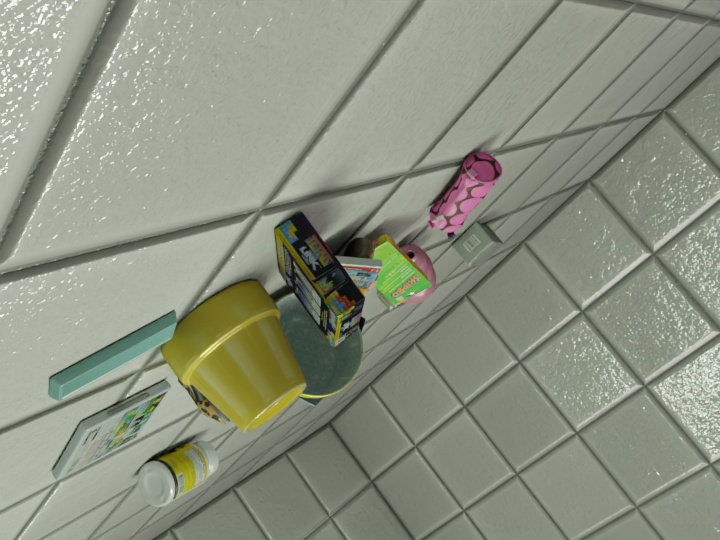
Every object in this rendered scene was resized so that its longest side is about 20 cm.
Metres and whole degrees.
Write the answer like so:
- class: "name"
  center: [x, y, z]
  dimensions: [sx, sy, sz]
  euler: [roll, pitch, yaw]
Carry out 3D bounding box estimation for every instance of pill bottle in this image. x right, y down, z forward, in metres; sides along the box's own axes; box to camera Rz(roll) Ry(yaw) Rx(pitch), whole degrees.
- class: "pill bottle"
  center: [-0.458, 0.510, 1.955]
  dimensions: [0.114, 0.115, 0.199]
  euler: [-44, 167, 24]

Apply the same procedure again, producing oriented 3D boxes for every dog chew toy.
- class: "dog chew toy"
  center: [0.120, 0.001, 1.834]
  dimensions: [0.124, 0.125, 0.200]
  euler: [-36, 160, -11]

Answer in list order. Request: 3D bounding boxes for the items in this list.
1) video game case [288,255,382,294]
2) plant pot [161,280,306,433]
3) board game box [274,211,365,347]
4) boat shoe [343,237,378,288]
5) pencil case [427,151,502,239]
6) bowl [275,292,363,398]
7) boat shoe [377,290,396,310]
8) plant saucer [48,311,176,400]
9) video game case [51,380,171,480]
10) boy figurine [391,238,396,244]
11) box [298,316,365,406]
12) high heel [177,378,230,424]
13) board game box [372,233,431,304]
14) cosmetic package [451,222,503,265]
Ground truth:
- class: "video game case"
  center: [-0.054, 0.027, 1.446]
  dimensions: [0.141, 0.018, 0.200]
  euler: [5, 152, -15]
- class: "plant pot"
  center: [-0.192, 0.151, 1.261]
  dimensions: [0.200, 0.189, 0.201]
  euler: [-36, 167, -10]
- class: "board game box"
  center: [-0.066, 0.020, 1.213]
  dimensions: [0.056, 0.166, 0.200]
  euler: [-33, 167, -14]
- class: "boat shoe"
  center: [0.000, 0.000, 1.497]
  dimensions: [0.071, 0.077, 0.200]
  euler: [9, 152, -12]
- class: "pencil case"
  center: [0.214, -0.158, 1.605]
  dimensions: [0.093, 0.091, 0.200]
  euler: [-15, 155, -29]
- class: "bowl"
  center: [-0.104, 0.150, 1.444]
  dimensions: [0.199, 0.201, 0.108]
  euler: [-32, 172, -30]
- class: "boat shoe"
  center: [0.085, 0.058, 2.047]
  dimensions: [0.060, 0.072, 0.201]
  euler: [-41, 175, -6]
- class: "plant saucer"
  center: [-0.349, 0.124, 1.102]
  dimensions: [0.199, 0.019, 0.070]
  euler: [-30, 165, -34]
- class: "video game case"
  center: [-0.450, 0.289, 1.392]
  dimensions: [0.182, 0.022, 0.200]
  euler: [-25, 161, -48]
- class: "boy figurine"
  center: [0.024, 0.003, 1.671]
  dimensions: [0.200, 0.065, 0.124]
  euler: [-45, 164, 34]
- class: "box"
  center: [-0.090, 0.190, 1.768]
  dimensions: [0.200, 0.106, 0.149]
  euler: [-53, -167, 47]
- class: "high heel"
  center: [-0.273, 0.229, 1.411]
  dimensions: [0.071, 0.143, 0.200]
  euler: [-36, 168, -8]
- class: "board game box"
  center: [0.064, 0.002, 1.599]
  dimensions: [0.095, 0.030, 0.200]
  euler: [-29, 137, 18]
- class: "cosmetic package"
  center: [0.355, -0.078, 2.312]
  dimensions: [0.107, 0.090, 0.200]
  euler: [-45, 164, 16]
